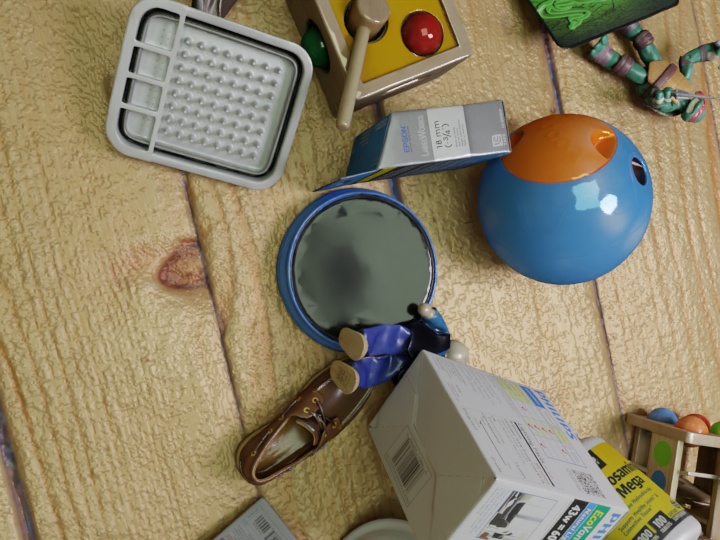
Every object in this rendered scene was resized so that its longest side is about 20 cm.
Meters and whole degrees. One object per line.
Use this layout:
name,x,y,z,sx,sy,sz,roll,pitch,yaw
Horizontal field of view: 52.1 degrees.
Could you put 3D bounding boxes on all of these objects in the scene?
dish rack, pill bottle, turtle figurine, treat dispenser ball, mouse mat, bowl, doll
dish rack,-0.166,-0.192,0.815,0.199,0.044,0.173,14,110,-16
pill bottle,0.291,0.276,0.886,0.112,0.200,0.113,-28,140,-26
turtle figurine,0.405,-0.256,0.975,0.200,0.101,0.150,39,61,4
treat dispenser ball,0.240,-0.083,0.873,0.199,0.201,0.202,0,90,-16
mouse mat,0.302,-0.380,0.963,0.199,0.008,0.162,-25,75,-14
bowl,0.000,0.000,0.887,0.199,0.039,0.202,0,89,-16
doll,0.054,0.104,0.868,0.199,0.048,0.137,1,109,-43

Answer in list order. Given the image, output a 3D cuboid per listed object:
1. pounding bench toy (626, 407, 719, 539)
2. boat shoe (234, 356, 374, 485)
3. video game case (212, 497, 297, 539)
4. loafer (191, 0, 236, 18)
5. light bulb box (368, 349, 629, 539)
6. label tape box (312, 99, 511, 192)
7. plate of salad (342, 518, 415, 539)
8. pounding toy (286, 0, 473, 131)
pounding bench toy,0.438,0.266,0.930,0.123,0.200,0.157,11,87,-15
boat shoe,-0.055,0.177,0.855,0.200,0.068,0.072,-39,100,-13
video game case,-0.116,0.387,0.806,0.182,0.022,0.200,-37,73,-21
loafer,-0.141,-0.350,0.829,0.071,0.073,0.201,15,86,-16
light bulb box,0.145,0.215,0.811,0.199,0.199,0.125,22,113,-30
label tape box,0.050,-0.142,0.847,0.199,0.144,0.064,-10,93,-16
plate of salad,0.036,0.389,0.839,0.048,0.199,0.201,30,80,-53
pounding toy,0.012,-0.266,0.838,0.199,0.142,0.185,-25,96,-15
